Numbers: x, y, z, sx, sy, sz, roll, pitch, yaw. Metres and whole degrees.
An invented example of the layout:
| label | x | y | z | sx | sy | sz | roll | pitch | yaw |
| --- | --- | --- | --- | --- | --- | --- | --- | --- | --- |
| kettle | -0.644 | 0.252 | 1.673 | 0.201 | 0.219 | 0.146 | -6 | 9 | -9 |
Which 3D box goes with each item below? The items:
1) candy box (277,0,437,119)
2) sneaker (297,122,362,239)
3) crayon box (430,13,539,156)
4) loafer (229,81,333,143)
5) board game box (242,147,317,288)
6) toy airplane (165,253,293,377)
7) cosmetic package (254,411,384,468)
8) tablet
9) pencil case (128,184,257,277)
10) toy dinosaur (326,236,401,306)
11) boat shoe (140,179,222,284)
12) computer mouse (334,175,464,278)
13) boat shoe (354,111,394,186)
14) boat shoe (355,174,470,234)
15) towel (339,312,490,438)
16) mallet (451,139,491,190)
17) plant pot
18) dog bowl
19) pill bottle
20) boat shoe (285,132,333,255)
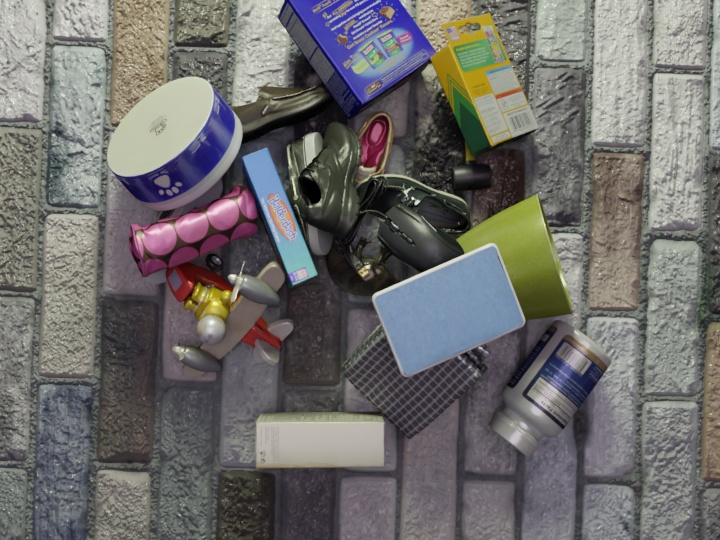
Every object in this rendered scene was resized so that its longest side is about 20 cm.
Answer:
| label | x | y | z | sx | sy | sz | roll | pitch | yaw |
| --- | --- | --- | --- | --- | --- | --- | --- | --- | --- |
| candy box | -0.006 | -0.367 | 1.391 | 0.168 | 0.077 | 0.201 | -36 | 92 | -24 |
| sneaker | -0.049 | -0.147 | 1.341 | 0.090 | 0.076 | 0.202 | 15 | 53 | -24 |
| crayon box | 0.190 | -0.293 | 1.404 | 0.125 | 0.051 | 0.202 | -23 | 90 | -39 |
| loafer | -0.135 | -0.264 | 1.410 | 0.197 | 0.073 | 0.072 | -21 | 89 | -3 |
| board game box | -0.125 | -0.074 | 1.367 | 0.044 | 0.152 | 0.203 | -21 | 90 | -8 |
| toy airplane | -0.202 | 0.081 | 1.365 | 0.196 | 0.141 | 0.203 | 1 | 112 | 14 |
| cosmetic package | -0.062 | 0.263 | 1.389 | 0.197 | 0.104 | 0.074 | 1 | 90 | -1 |
| tablet | 0.128 | 0.057 | 1.282 | 0.198 | 0.014 | 0.132 | -23 | 95 | -3 |
| pencil case | -0.253 | -0.061 | 1.338 | 0.198 | 0.094 | 0.092 | -22 | 131 | -24 |
| toy dinosaur | 0.000 | 0.000 | 1.407 | 0.197 | 0.077 | 0.104 | 22 | 95 | 2 |
| boat shoe | -0.291 | -0.075 | 1.407 | 0.071 | 0.068 | 0.202 | 27 | 92 | -38 |
| computer mouse | 0.050 | -0.033 | 1.334 | 0.200 | 0.046 | 0.141 | 42 | 105 | 11 |
| boat shoe | 0.001 | -0.161 | 1.414 | 0.073 | 0.069 | 0.203 | 18 | 90 | -3 |
| boat shoe | 0.085 | -0.094 | 1.392 | 0.197 | 0.066 | 0.075 | 16 | 116 | -20 |
| towel | 0.082 | 0.144 | 1.364 | 0.166 | 0.086 | 0.200 | 44 | 124 | 2 |
| mallet | 0.184 | -0.228 | 1.442 | 0.065 | 0.041 | 0.203 | 4 | 85 | -1 |
| plant pot | 0.207 | 0.004 | 1.380 | 0.197 | 0.187 | 0.190 | -17 | 89 | 14 |
| dog bowl | -0.281 | -0.192 | 1.343 | 0.200 | 0.200 | 0.079 | -41 | 134 | -2 |
| pill bottle | 0.292 | 0.188 | 1.397 | 0.111 | 0.111 | 0.201 | 38 | 88 | -1 |
| boat shoe | -0.083 | -0.117 | 1.405 | 0.063 | 0.071 | 0.203 | -11 | 71 | 19 |
